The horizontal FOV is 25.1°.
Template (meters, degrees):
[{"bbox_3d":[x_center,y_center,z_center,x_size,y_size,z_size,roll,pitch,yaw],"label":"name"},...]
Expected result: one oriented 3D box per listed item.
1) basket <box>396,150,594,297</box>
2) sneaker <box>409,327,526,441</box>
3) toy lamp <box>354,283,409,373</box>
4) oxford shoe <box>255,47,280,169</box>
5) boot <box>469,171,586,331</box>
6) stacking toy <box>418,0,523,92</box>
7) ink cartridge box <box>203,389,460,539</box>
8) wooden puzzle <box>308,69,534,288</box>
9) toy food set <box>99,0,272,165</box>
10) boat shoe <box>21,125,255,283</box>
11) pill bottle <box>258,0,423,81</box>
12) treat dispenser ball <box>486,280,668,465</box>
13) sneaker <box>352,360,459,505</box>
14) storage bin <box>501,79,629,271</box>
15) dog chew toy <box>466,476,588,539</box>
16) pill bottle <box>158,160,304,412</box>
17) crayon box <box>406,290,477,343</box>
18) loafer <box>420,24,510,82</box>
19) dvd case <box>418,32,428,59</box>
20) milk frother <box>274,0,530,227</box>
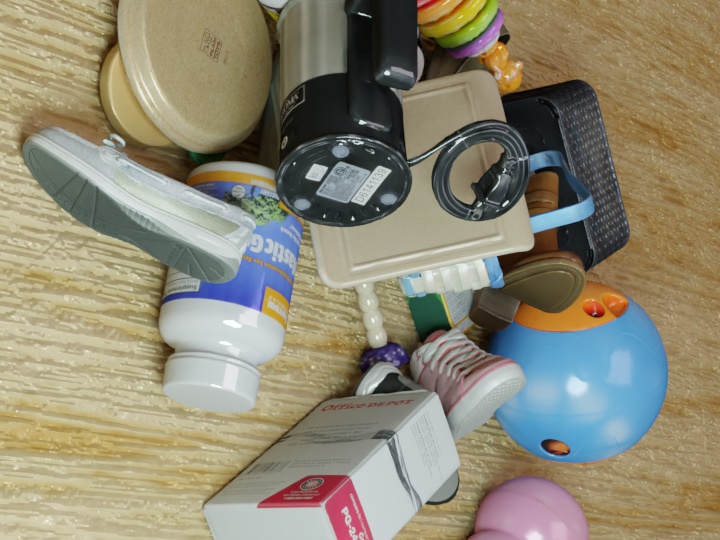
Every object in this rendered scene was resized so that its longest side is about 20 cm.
[{"bbox_3d":[0.117,-0.059,1.572,0.176,0.198,0.140,-108,-175,-71],"label":"basket"},{"bbox_3d":[0.098,0.101,1.613,0.075,0.200,0.105,-24,78,-16],"label":"sneaker"},{"bbox_3d":[0.000,0.000,1.602,0.058,0.058,0.201,-27,104,-50],"label":"toy lamp"},{"bbox_3d":[-0.070,-0.134,1.543,0.075,0.058,0.201,28,48,-38],"label":"oxford shoe"},{"bbox_3d":[0.186,-0.030,1.656,0.076,0.200,0.156,25,67,-8],"label":"boot"},{"bbox_3d":[0.107,-0.261,1.667,0.200,0.116,0.110,48,29,-27],"label":"stacking toy"},{"bbox_3d":[-0.021,0.195,1.470,0.200,0.145,0.084,-38,112,-47],"label":"ink cartridge box"},{"bbox_3d":[0.045,-0.083,1.484,0.037,0.198,0.186,87,-8,-68],"label":"wooden puzzle"},{"bbox_3d":[-0.150,-0.196,1.454,0.197,0.048,0.202,15,72,-50],"label":"toy food set"},{"bbox_3d":[-0.181,-0.063,1.329,0.201,0.074,0.065,29,60,-10],"label":"boat shoe"},{"bbox_3d":[-0.016,-0.244,1.538,0.200,0.109,0.110,45,51,-48],"label":"pill bottle"},{"bbox_3d":[0.234,0.110,1.760,0.200,0.200,0.203,12,75,-50],"label":"treat dispenser ball"},{"bbox_3d":[0.058,0.175,1.604,0.074,0.079,0.201,-50,138,-20],"label":"sneaker"},{"bbox_3d":[0.205,-0.099,1.811,0.094,0.135,0.201,-29,106,-50],"label":"storage bin"},{"bbox_3d":[0.157,0.313,1.702,0.200,0.124,0.125,-51,123,-33],"label":"dog chew toy"},{"bbox_3d":[-0.114,0.016,1.411,0.112,0.112,0.201,30,60,-45],"label":"pill bottle"},{"bbox_3d":[0.085,-0.040,1.719,0.126,0.051,0.201,-34,111,-49],"label":"crayon box"},{"bbox_3d":[0.112,-0.223,1.752,0.067,0.076,0.201,26,53,3],"label":"loafer"},{"bbox_3d":[-0.008,-0.279,1.666,0.150,0.025,0.201,-45,118,-45],"label":"dvd case"},{"bbox_3d":[0.034,-0.142,1.419,0.199,0.180,0.189,29,44,-34],"label":"milk frother"}]
